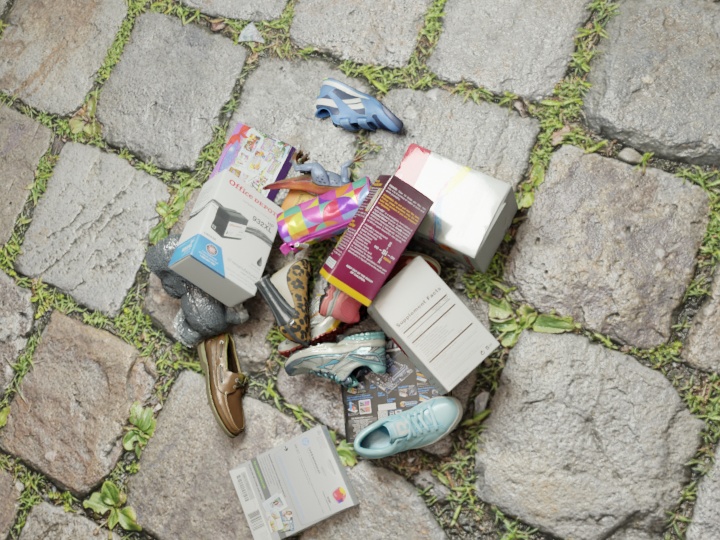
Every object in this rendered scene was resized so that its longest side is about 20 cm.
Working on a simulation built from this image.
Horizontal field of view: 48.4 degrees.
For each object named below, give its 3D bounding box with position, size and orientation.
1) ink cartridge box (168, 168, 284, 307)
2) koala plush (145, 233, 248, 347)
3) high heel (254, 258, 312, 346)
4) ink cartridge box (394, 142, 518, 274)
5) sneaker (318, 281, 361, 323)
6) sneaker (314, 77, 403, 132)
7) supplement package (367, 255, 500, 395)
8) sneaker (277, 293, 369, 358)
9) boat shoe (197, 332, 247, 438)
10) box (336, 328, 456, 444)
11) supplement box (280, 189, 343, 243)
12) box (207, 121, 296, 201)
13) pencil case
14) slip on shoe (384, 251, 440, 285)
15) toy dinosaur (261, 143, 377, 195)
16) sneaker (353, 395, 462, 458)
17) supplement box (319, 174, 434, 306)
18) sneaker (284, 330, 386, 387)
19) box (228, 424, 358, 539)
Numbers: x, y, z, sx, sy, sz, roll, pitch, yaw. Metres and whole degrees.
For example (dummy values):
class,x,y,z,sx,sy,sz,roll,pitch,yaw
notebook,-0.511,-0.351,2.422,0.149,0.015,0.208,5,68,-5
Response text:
class,x,y,z,sx,sy,sz,roll,pitch,yaw
ink cartridge box,-0.240,-0.059,1.462,0.083,0.145,0.201,-25,39,44
koala plush,-0.309,0.034,1.533,0.176,0.184,0.201,-21,84,11
high heel,-0.109,0.058,1.473,0.071,0.200,0.143,-33,90,25
ink cartridge box,0.160,-0.108,1.432,0.199,0.145,0.145,26,87,20
sneaker,0.000,0.000,1.410,0.086,0.074,0.201,25,92,-7
sneaker,-0.006,-0.303,1.562,0.199,0.074,0.083,29,90,27
supplement package,0.118,0.096,1.359,0.120,0.121,0.200,-41,81,-8
sneaker,-0.072,0.094,1.502,0.199,0.078,0.082,-36,64,-2
boat shoe,-0.252,0.214,1.523,0.068,0.072,0.201,-24,73,11
box,0.062,0.203,1.447,0.198,0.050,0.200,-10,76,14
supplement box,-0.053,-0.092,1.532,0.199,0.069,0.067,25,89,17
box,-0.230,-0.183,1.616,0.136,0.039,0.201,26,87,19
pencil case,-0.056,-0.097,1.458,0.199,0.088,0.089,-24,73,11
slip on shoe,0.047,0.006,1.464,0.198,0.074,0.061,1,48,2
toy dinosaur,-0.050,-0.155,1.520,0.181,0.105,0.200,42,82,10
sneaker,0.080,0.272,1.362,0.199,0.082,0.074,-29,75,10
supplement box,0.024,-0.052,1.316,0.085,0.110,0.201,32,90,-11
sneaker,-0.045,0.169,1.423,0.199,0.078,0.087,-18,77,21
box,-0.124,0.396,1.466,0.199,0.041,0.157,-29,73,10
